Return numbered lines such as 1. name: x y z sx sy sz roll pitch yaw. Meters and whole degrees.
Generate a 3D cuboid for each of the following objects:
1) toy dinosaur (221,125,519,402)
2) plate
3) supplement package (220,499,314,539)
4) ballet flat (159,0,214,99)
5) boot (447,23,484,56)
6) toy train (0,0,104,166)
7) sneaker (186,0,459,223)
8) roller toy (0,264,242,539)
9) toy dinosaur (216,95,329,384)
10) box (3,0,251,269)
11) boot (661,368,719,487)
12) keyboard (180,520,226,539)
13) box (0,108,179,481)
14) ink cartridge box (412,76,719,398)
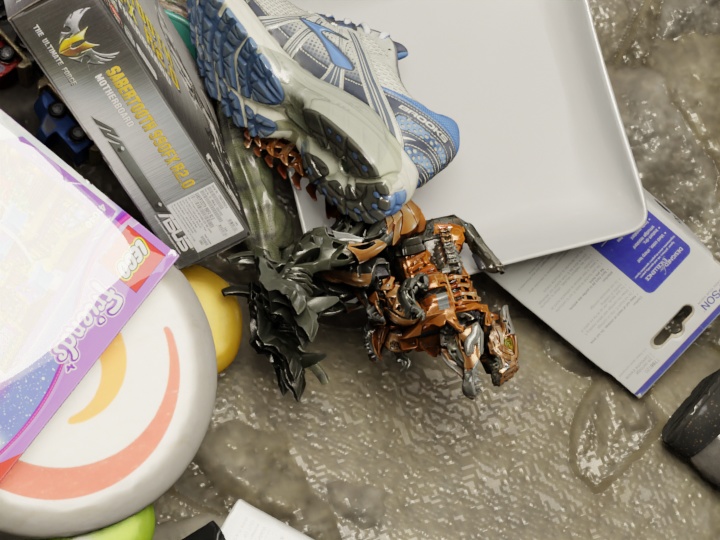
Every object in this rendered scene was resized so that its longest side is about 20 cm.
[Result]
1. toy dinosaur: 0.000 0.000 1.512 0.136 0.102 0.200 -34 50 -20
2. plate: 0.049 -0.095 1.548 0.200 0.032 0.200 -16 91 14
3. supplement package: -0.014 0.235 1.488 0.200 0.117 0.117 28 68 2
4. ballet flat: -0.084 -0.140 1.635 0.200 0.069 0.071 17 42 14
5. boot: 0.046 -0.117 1.618 0.068 0.131 0.200 44 70 8
6. toy train: -0.218 -0.136 1.634 0.046 0.034 0.200 -40 80 -16
7. sneaker: -0.022 -0.109 1.515 0.085 0.077 0.200 -29 62 -30
8. roller toy: -0.176 0.061 1.511 0.182 0.140 0.200 27 78 -5
9. toy dinosaur: -0.059 -0.026 1.586 0.047 0.088 0.200 -16 88 -6
10. box: -0.134 -0.121 1.466 0.048 0.200 0.158 -25 40 7
11. boot: 0.287 0.078 1.631 0.132 0.070 0.200 42 76 0
12. keyboard: -0.147 0.219 1.431 0.021 0.200 0.127 44 26 -24
13. box: -0.210 0.027 1.413 0.137 0.039 0.200 40 77 -7
14. ink cartridge box: 0.125 -0.022 1.606 0.200 0.039 0.099 41 101 -13
